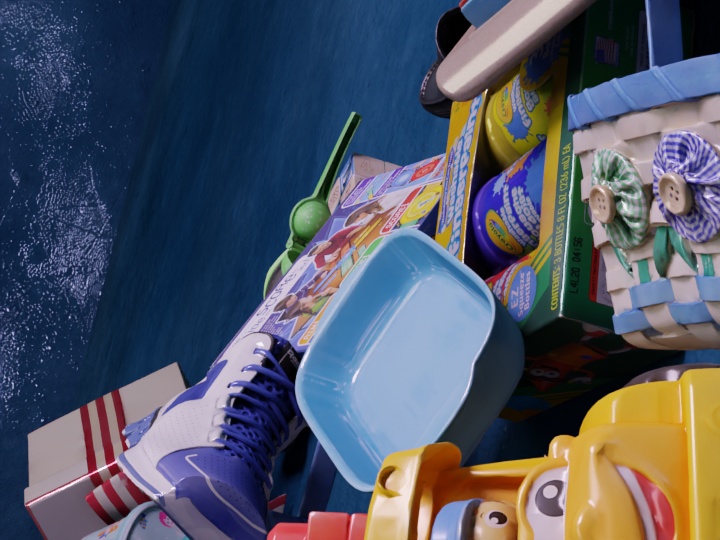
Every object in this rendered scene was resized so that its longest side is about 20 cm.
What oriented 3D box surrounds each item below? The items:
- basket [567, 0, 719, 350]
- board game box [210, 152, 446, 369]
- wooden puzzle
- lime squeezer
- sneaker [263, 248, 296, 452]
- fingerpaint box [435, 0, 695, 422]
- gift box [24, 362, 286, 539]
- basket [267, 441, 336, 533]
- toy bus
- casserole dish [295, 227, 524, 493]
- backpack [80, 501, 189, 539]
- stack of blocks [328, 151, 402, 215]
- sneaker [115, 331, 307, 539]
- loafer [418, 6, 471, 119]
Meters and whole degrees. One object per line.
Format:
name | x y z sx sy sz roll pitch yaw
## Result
basket | 0.160 -0.069 0.493 0.176 0.139 0.200 167 108 -71
board game box | 0.000 0.000 0.895 0.135 0.034 0.200 -13 33 50
wooden puzzle | 0.124 -0.190 0.707 0.185 0.037 0.200 -37 16 35
lime squeezer | -0.034 -0.030 1.029 0.071 0.038 0.200 131 151 -53
sneaker | -0.051 0.068 1.166 0.084 0.077 0.200 25 102 55
fingerpaint box | 0.105 -0.034 0.742 0.167 0.073 0.200 141 141 -61
gift box | -0.181 0.196 1.187 0.200 0.185 0.187 -30 21 -3
basket | -0.008 0.172 0.779 0.200 0.139 0.176 -69 17 -3
toy bus | 0.056 0.115 0.489 0.200 0.192 0.136 79 -163 -63
casserole dish | 0.026 0.049 0.698 0.121 0.039 0.200 -56 23 4
backpack | -0.122 0.265 0.978 0.151 0.200 0.178 -33 39 35
stack of blocks | 0.002 0.018 1.040 0.200 0.059 0.115 -93 26 -46
sneaker | -0.074 0.090 0.769 0.115 0.081 0.199 -43 14 -5
loafer | 0.082 -0.158 0.925 0.201 0.070 0.068 152 132 -67
